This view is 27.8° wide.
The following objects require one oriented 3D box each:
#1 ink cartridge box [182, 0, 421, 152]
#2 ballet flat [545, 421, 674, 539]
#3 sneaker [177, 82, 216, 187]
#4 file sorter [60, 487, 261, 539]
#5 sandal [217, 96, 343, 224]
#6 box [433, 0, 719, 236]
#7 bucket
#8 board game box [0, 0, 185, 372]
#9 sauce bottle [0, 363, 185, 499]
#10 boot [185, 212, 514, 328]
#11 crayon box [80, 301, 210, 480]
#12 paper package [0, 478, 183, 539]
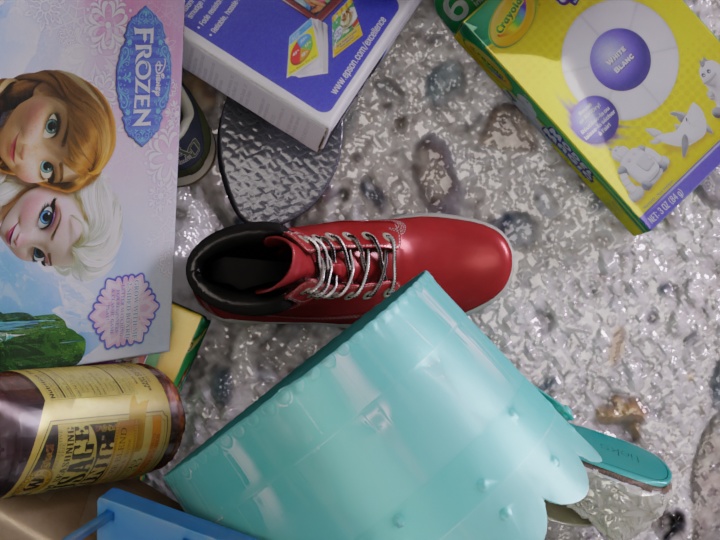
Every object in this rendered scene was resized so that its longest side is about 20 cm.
[{"bbox_3d":[-0.057,-0.199,0.862,0.199,0.047,0.198,32,64,1],"label":"ink cartridge box"},{"bbox_3d":[0.094,0.111,0.884,0.199,0.072,0.072,28,86,-1],"label":"ballet flat"},{"bbox_3d":[-0.161,-0.135,0.861,0.067,0.090,0.200,-43,91,-3],"label":"sneaker"},{"bbox_3d":[-0.067,0.210,0.648,0.199,0.123,0.140,14,113,25],"label":"file sorter"},{"bbox_3d":[-0.050,-0.122,0.895,0.075,0.043,0.202,2,76,-9],"label":"sandal"},{"bbox_3d":[0.149,-0.135,0.905,0.117,0.048,0.200,-43,89,-5],"label":"box"},{"bbox_3d":[0.006,0.106,0.759,0.207,0.207,0.135,-37,90,-4],"label":"bucket"},{"bbox_3d":[-0.186,-0.045,0.744,0.198,0.041,0.202,-8,108,-39],"label":"board game box"},{"bbox_3d":[-0.174,0.083,0.730,0.066,0.199,0.067,1,92,36],"label":"sauce bottle"},{"bbox_3d":[0.000,0.000,0.840,0.198,0.144,0.073,-4,86,-5],"label":"boot"},{"bbox_3d":[-0.204,0.044,0.867,0.199,0.058,0.120,24,87,-2],"label":"crayon box"},{"bbox_3d":[-0.196,0.193,0.810,0.199,0.104,0.191,32,108,-5],"label":"paper package"}]
